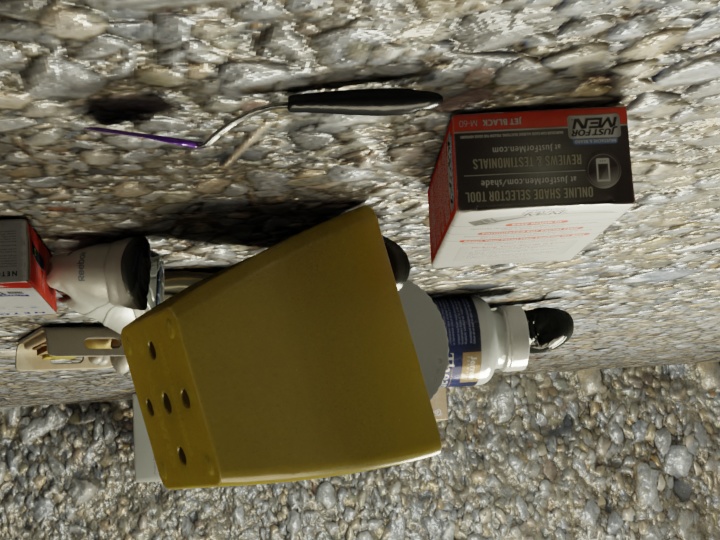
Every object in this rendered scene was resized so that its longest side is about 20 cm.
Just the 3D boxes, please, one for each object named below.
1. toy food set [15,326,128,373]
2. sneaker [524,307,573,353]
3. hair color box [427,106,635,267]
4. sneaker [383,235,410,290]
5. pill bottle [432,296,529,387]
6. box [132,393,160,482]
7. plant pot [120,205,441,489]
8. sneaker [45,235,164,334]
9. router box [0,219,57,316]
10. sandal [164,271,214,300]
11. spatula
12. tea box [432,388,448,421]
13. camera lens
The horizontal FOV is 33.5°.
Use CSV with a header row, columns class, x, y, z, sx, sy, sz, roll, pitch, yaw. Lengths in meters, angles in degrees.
class,x,y,z,sx,sy,sz,roll,pitch,yaw
toy food set,-0.366,0.113,1.582,0.141,0.062,0.199,0,169,-29
sneaker,0.181,0.086,1.628,0.197,0.061,0.104,-6,176,32
hair color box,0.106,-0.050,0.802,0.109,0.065,0.200,-3,172,-2
sneaker,0.000,0.003,1.103,0.103,0.061,0.198,5,172,-41
pill bottle,0.108,0.091,1.512,0.196,0.113,0.111,-3,171,-8
box,-0.399,0.376,2.739,0.169,0.203,0.199,-8,170,27
plant pot,-0.079,0.082,0.968,0.174,0.203,0.199,-16,178,-31
sneaker,-0.219,0.014,1.054,0.085,0.076,0.200,1,162,0
router box,-0.353,0.005,0.962,0.196,0.050,0.180,-3,171,-8
sandal,-0.163,0.032,1.200,0.196,0.055,0.080,-4,171,-5
spatula,-0.053,-0.082,0.651,0.196,0.021,0.057,-8,-177,7
tea box,0.049,0.229,2.260,0.196,0.136,0.197,-3,172,-10
camera lens,-0.017,0.094,1.313,0.158,0.163,0.199,2,169,-32
